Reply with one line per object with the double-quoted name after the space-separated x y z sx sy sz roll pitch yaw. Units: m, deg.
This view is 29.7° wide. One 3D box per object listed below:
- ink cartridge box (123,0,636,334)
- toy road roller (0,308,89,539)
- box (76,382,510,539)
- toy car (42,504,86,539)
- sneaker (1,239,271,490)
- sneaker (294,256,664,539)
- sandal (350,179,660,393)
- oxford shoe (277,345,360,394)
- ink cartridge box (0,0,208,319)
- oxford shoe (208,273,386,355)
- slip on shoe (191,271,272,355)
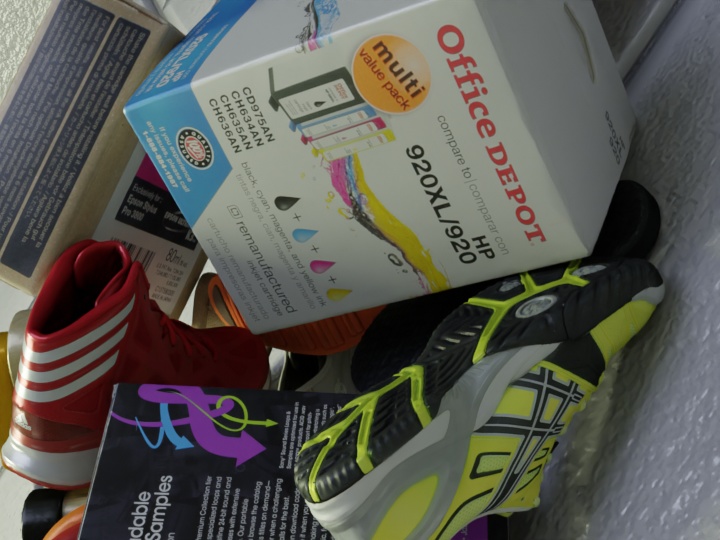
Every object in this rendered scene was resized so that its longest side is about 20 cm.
0.017 -0.081 0.696 0.199 0.148 0.145 -14 27 29 "ink cartridge box"
-0.181 0.113 0.989 0.146 0.122 0.202 -63 -36 -77 "toy road roller"
-0.030 0.118 0.636 0.144 0.198 0.036 -84 -3 -47 "box"
-0.095 0.185 0.692 0.199 0.150 0.176 24 83 43 "toy car"
-0.108 0.037 0.748 0.200 0.078 0.116 -27 -47 -58 "sneaker"
0.062 0.062 0.611 0.199 0.077 0.075 -35 17 -20 "sneaker"
0.077 0.023 0.718 0.199 0.045 0.075 -30 38 27 "sandal"
-0.023 0.037 0.894 0.075 0.057 0.201 -47 23 33 "oxford shoe"
-0.139 -0.060 0.806 0.166 0.075 0.200 -63 -16 1 "ink cartridge box"
0.000 0.000 0.825 0.199 0.072 0.073 -8 27 27 "oxford shoe"
-0.099 0.065 0.953 0.200 0.060 0.076 116 177 -61 "slip on shoe"
